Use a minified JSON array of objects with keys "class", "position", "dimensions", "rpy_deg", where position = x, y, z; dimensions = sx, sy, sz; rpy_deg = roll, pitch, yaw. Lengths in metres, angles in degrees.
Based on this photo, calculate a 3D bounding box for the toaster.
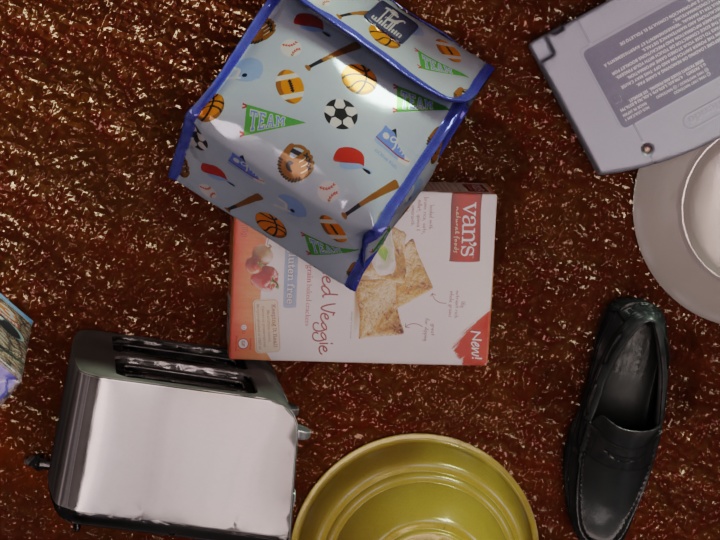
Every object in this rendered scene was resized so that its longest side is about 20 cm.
[{"class":"toaster","position":[-0.143,0.124,1.694],"dimensions":[0.199,0.181,0.119],"rpy_deg":[8,97,-8]}]

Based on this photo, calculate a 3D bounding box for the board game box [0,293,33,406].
[{"class":"board game box","position":[-0.327,0.041,1.647],"dimensions":[0.159,0.200,0.097],"rpy_deg":[42,94,-12]}]

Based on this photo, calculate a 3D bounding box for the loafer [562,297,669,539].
[{"class":"loafer","position":[0.199,0.121,1.779],"dimensions":[0.068,0.070,0.201],"rpy_deg":[8,100,-7]}]

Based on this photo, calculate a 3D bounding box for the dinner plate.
[{"class":"dinner plate","position":[0.311,-0.052,1.782],"dimensions":[0.199,0.024,0.201],"rpy_deg":[-1,100,-5]}]

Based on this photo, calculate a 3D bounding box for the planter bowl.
[{"class":"planter bowl","position":[0.046,0.234,1.780],"dimensions":[0.200,0.083,0.201],"rpy_deg":[-1,101,-5]}]

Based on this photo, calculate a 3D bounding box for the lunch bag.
[{"class":"lunch bag","position":[-0.015,-0.121,1.665],"dimensions":[0.170,0.124,0.200],"rpy_deg":[34,61,2]}]

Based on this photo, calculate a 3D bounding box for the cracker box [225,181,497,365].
[{"class":"cracker box","position":[0.000,0.000,1.744],"dimensions":[0.199,0.058,0.134],"rpy_deg":[1,101,-6]}]

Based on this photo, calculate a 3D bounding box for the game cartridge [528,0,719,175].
[{"class":"game cartridge","position":[0.244,-0.161,1.738],"dimensions":[0.200,0.041,0.133],"rpy_deg":[-28,89,1]}]
